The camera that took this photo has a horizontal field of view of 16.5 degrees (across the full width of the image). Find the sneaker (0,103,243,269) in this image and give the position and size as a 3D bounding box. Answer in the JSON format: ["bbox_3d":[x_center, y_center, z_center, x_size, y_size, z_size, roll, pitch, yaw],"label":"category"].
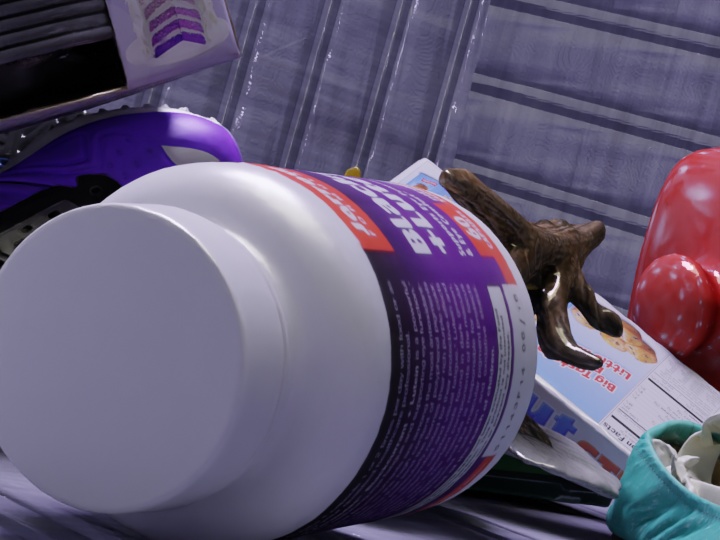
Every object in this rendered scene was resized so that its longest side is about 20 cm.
[{"bbox_3d":[-0.120,0.003,0.873,0.199,0.070,0.099,-21,25,-20],"label":"sneaker"}]

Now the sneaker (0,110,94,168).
[{"bbox_3d":[-0.137,-0.033,1.064,0.200,0.076,0.077,52,-12,36],"label":"sneaker"}]

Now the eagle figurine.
[{"bbox_3d":[-0.003,0.033,0.937,0.152,0.199,0.151,49,25,-25],"label":"eagle figurine"}]

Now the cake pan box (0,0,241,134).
[{"bbox_3d":[-0.167,-0.065,0.900,0.184,0.053,0.200,-21,7,-33],"label":"cake pan box"}]

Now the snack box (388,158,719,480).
[{"bbox_3d":[0.080,0.034,1.010,0.200,0.024,0.072,39,40,12],"label":"snack box"}]

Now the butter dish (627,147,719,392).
[{"bbox_3d":[0.180,0.023,1.072,0.147,0.201,0.200,10,3,-37],"label":"butter dish"}]

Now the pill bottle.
[{"bbox_3d":[-0.028,0.025,0.743,0.111,0.112,0.200,14,4,22],"label":"pill bottle"}]

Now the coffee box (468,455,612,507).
[{"bbox_3d":[0.010,0.060,1.123,0.122,0.044,0.200,11,2,-35],"label":"coffee box"}]

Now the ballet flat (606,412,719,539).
[{"bbox_3d":[0.137,0.084,0.845,0.067,0.071,0.200,13,2,-17],"label":"ballet flat"}]
